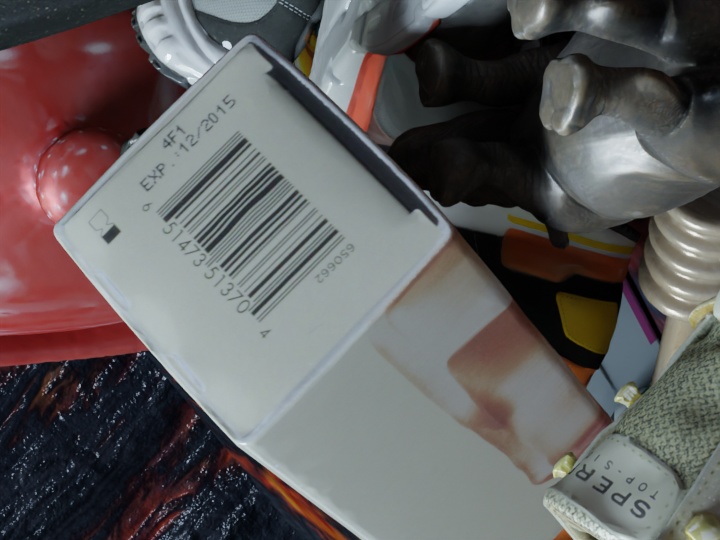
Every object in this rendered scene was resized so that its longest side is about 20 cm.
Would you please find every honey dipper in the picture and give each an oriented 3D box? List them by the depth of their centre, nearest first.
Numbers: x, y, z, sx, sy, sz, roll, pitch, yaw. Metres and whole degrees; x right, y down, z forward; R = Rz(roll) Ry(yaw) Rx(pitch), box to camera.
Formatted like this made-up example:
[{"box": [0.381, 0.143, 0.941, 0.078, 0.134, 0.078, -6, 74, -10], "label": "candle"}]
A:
[{"box": [0.106, 0.040, 0.776, 0.038, 0.038, 0.200, 42, 149, 29], "label": "honey dipper"}]

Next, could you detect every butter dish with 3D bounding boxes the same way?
[{"box": [-0.133, -0.047, 0.948, 0.148, 0.199, 0.201, -157, 65, -63], "label": "butter dish"}]

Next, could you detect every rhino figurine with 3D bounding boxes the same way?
[{"box": [0.062, -0.040, 0.666, 0.087, 0.060, 0.200, 4, 171, -18], "label": "rhino figurine"}]

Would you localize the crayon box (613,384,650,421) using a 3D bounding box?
[{"box": [0.195, 0.113, 0.818, 0.173, 0.058, 0.200, 49, 170, -14], "label": "crayon box"}]

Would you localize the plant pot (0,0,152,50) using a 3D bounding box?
[{"box": [-0.126, -0.172, 0.659, 0.199, 0.177, 0.200, 36, 158, 50], "label": "plant pot"}]

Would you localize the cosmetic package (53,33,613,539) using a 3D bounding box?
[{"box": [0.003, 0.025, 0.717, 0.103, 0.087, 0.200, 45, 179, 29], "label": "cosmetic package"}]

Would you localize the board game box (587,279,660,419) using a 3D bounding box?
[{"box": [0.056, 0.019, 1.030, 0.200, 0.064, 0.148, 36, 164, 45], "label": "board game box"}]

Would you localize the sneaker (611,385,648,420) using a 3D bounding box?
[{"box": [0.165, 0.125, 0.982, 0.200, 0.079, 0.095, 51, -179, -16], "label": "sneaker"}]

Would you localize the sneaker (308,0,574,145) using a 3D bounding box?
[{"box": [0.040, -0.085, 0.736, 0.082, 0.077, 0.200, 16, 167, -10], "label": "sneaker"}]

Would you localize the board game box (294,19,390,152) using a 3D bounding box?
[{"box": [-0.018, -0.022, 0.970, 0.126, 0.035, 0.201, 35, 130, 51], "label": "board game box"}]

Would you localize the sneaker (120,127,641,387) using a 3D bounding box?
[{"box": [0.000, 0.000, 0.862, 0.199, 0.090, 0.070, 12, -175, 4], "label": "sneaker"}]

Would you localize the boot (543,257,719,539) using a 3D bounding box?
[{"box": [0.094, -0.005, 0.492, 0.200, 0.155, 0.072, 51, 169, -23], "label": "boot"}]

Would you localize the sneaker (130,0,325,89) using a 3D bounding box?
[{"box": [-0.058, -0.138, 0.909, 0.074, 0.079, 0.200, 28, -160, -37], "label": "sneaker"}]

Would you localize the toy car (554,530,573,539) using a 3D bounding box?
[{"box": [0.121, 0.193, 1.182, 0.174, 0.150, 0.200, 4, 136, 16], "label": "toy car"}]
